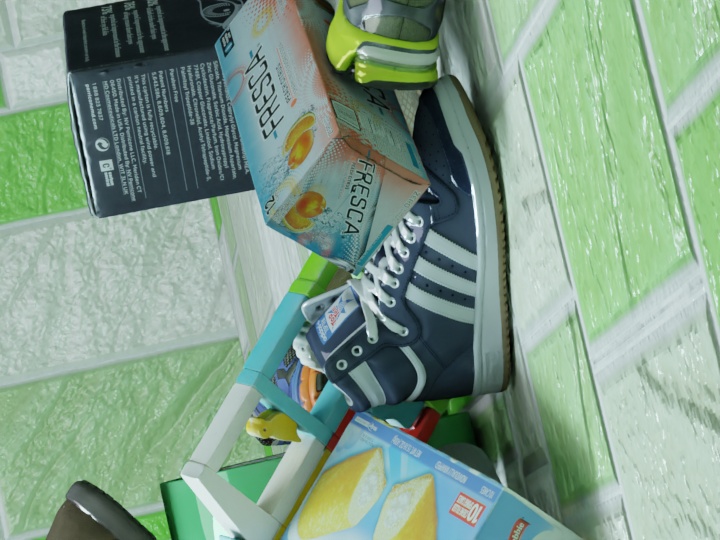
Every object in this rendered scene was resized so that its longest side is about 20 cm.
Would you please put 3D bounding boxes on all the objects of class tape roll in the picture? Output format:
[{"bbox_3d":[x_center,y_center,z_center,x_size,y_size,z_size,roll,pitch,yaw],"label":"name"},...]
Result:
[{"bbox_3d":[-0.024,0.133,1.639,0.200,0.199,0.049,146,110,-83],"label":"tape roll"}]

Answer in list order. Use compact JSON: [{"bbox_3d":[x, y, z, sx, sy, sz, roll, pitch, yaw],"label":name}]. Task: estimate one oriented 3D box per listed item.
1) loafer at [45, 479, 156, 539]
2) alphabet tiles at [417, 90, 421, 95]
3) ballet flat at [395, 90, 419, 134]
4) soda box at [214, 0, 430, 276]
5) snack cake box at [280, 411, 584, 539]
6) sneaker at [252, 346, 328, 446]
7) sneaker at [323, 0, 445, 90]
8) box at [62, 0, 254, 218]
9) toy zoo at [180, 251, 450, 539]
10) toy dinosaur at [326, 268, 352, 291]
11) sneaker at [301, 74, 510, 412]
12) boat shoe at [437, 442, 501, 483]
[{"bbox_3d":[-0.122,0.218,1.624,0.200,0.071,0.073,44,172,-3],"label":"loafer"},{"bbox_3d":[0.034,-0.059,1.646,0.201,0.007,0.168,-110,11,-53],"label":"alphabet tiles"},{"bbox_3d":[0.029,-0.034,1.527,0.062,0.067,0.201,38,155,28],"label":"ballet flat"},{"bbox_3d":[-0.023,-0.085,1.409,0.069,0.063,0.200,-50,28,20],"label":"soda box"},{"bbox_3d":[0.030,0.157,1.394,0.067,0.115,0.200,34,175,-24],"label":"snack cake box"},{"bbox_3d":[-0.029,0.042,1.699,0.076,0.078,0.200,58,-153,-22],"label":"sneaker"},{"bbox_3d":[0.016,-0.172,1.414,0.200,0.073,0.081,-108,31,-57],"label":"sneaker"},{"bbox_3d":[-0.093,-0.122,1.749,0.148,0.198,0.105,-107,8,-68],"label":"box"},{"bbox_3d":[-0.022,0.093,1.500,0.020,0.201,0.131,10,155,51],"label":"toy zoo"},{"bbox_3d":[0.000,0.000,1.631,0.200,0.058,0.102,-3,-106,-64],"label":"toy dinosaur"},{"bbox_3d":[0.020,-0.006,1.423,0.070,0.108,0.201,-112,13,-55],"label":"sneaker"},{"bbox_3d":[0.079,0.172,1.479,0.200,0.072,0.071,-105,-10,-61],"label":"boat shoe"}]
